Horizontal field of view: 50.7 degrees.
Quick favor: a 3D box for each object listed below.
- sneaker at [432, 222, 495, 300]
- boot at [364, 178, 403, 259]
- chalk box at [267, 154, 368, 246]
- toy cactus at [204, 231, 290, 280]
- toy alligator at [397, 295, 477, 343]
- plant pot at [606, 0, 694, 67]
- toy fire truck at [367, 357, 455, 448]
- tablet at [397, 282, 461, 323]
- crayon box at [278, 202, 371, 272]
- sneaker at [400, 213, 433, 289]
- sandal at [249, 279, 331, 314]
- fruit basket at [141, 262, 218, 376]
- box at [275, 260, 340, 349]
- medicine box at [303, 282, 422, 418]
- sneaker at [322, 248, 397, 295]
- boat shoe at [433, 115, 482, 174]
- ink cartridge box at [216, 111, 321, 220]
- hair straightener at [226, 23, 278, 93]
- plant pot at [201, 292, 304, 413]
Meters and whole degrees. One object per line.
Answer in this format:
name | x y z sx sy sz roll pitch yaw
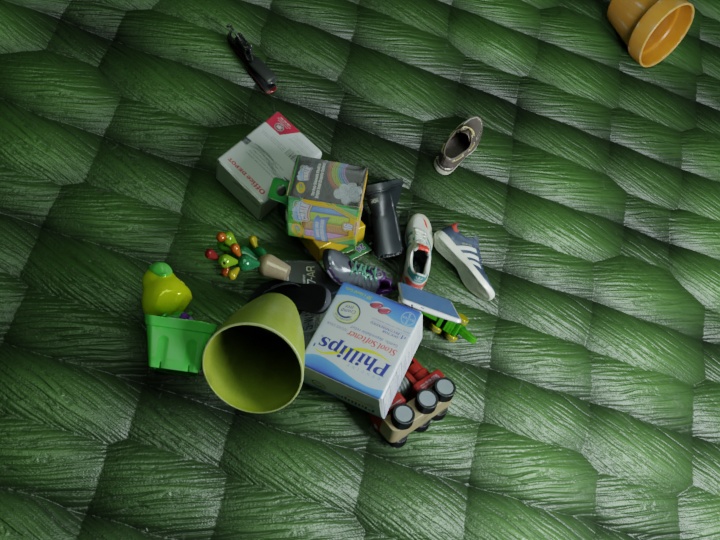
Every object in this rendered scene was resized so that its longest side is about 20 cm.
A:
sneaker | 0.257 -0.027 1.748 0.084 0.075 0.201 -33 78 -22
boot | 0.060 -0.119 1.726 0.075 0.200 0.172 -6 99 16
chalk box | -0.093 -0.148 1.592 0.196 0.125 0.126 10 52 2
toy cactus | -0.226 -0.016 1.552 0.162 0.200 0.104 22 92 7
toy alligator | 0.172 0.099 1.682 0.198 0.060 0.054 31 19 2
plant pot | 0.813 -0.722 2.175 0.198 0.202 0.184 -24 59 -24
toy fire truck | 0.079 0.227 1.568 0.174 0.130 0.200 -26 58 -29
tablet | 0.138 0.066 1.576 0.128 0.200 0.014 20 98 -2
crayon box | -0.077 -0.103 1.668 0.124 0.052 0.201 -27 60 -25
sneaker | 0.138 -0.050 1.713 0.069 0.094 0.203 15 63 -9
sandal | -0.150 0.051 1.541 0.043 0.197 0.078 28 62 -53
fruit basket | -0.348 0.091 1.444 0.152 0.216 0.220 9 64 -12
box | -0.097 0.080 1.613 0.157 0.044 0.204 2 66 -16
medicine box | 0.005 0.155 1.497 0.179 0.104 0.202 21 61 16
sneaker | 0.000 0.000 1.595 0.200 0.086 0.076 38 41 -50
boat shoe | 0.253 -0.322 1.889 0.072 0.060 0.200 38 62 4
ink cartridge box | -0.207 -0.235 1.701 0.145 0.084 0.200 43 63 6
hair straightener | -0.262 -0.522 1.819 0.041 0.077 0.202 -29 77 -24
plant pot | -0.179 0.129 1.427 0.184 0.189 0.201 24 27 -4
